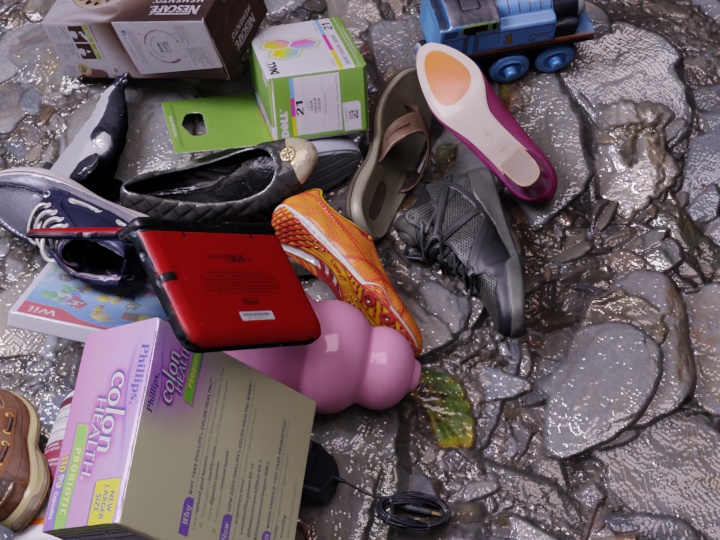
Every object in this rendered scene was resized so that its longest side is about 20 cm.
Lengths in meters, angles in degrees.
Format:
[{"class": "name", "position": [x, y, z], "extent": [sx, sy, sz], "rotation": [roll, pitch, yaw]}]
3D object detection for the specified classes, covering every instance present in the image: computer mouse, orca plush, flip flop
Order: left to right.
[{"class": "orca plush", "position": [-0.272, -0.103, 1.578], "extent": [0.105, 0.071, 0.201], "rotation": [-23, 38, 35]}, {"class": "computer mouse", "position": [-0.014, 0.203, 1.421], "extent": [0.199, 0.034, 0.059], "rotation": [20, 42, 3]}, {"class": "flip flop", "position": [0.041, -0.119, 1.573], "extent": [0.057, 0.081, 0.201], "rotation": [-7, 51, 42]}]

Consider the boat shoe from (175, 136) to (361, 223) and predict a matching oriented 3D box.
[{"class": "boat shoe", "position": [-0.099, -0.106, 1.571], "extent": [0.199, 0.072, 0.062], "rotation": [-16, 58, -11]}]

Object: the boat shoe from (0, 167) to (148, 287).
[{"class": "boat shoe", "position": [-0.284, -0.042, 1.448], "extent": [0.199, 0.075, 0.093], "rotation": [16, 17, 11]}]

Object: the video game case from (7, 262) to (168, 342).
[{"class": "video game case", "position": [-0.232, 0.018, 1.455], "extent": [0.142, 0.018, 0.200], "rotation": [12, 25, 3]}]

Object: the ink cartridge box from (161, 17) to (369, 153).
[{"class": "ink cartridge box", "position": [-0.103, -0.190, 1.581], "extent": [0.199, 0.076, 0.148], "rotation": [-8, 30, -9]}]

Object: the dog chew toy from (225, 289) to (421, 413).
[{"class": "dog chew toy", "position": [-0.042, 0.079, 1.441], "extent": [0.199, 0.125, 0.125], "rotation": [13, 59, -5]}]

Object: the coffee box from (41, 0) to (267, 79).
[{"class": "coffee box", "position": [-0.213, -0.264, 1.604], "extent": [0.199, 0.080, 0.113], "rotation": [4, 49, 25]}]

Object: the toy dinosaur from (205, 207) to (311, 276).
[{"class": "toy dinosaur", "position": [-0.110, -0.020, 1.520], "extent": [0.199, 0.048, 0.088], "rotation": [-4, 50, -32]}]

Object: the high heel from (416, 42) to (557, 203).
[{"class": "high heel", "position": [0.132, -0.152, 1.594], "extent": [0.067, 0.096, 0.200], "rotation": [-45, 71, 6]}]

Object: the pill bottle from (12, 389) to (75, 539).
[{"class": "pill bottle", "position": [-0.227, 0.174, 1.371], "extent": [0.114, 0.114, 0.201], "rotation": [13, 59, 4]}]

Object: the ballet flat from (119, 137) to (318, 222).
[{"class": "ballet flat", "position": [-0.136, -0.085, 1.496], "extent": [0.199, 0.057, 0.067], "rotation": [-19, 62, -3]}]

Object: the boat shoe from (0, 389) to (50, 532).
[{"class": "boat shoe", "position": [-0.325, 0.152, 1.353], "extent": [0.072, 0.067, 0.200], "rotation": [-53, 29, 7]}]

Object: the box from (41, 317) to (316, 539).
[{"class": "box", "position": [-0.147, 0.164, 1.302], "extent": [0.096, 0.200, 0.177], "rotation": [-13, 58, 38]}]

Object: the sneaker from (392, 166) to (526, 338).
[{"class": "sneaker", "position": [0.098, -0.011, 1.525], "extent": [0.114, 0.076, 0.200], "rotation": [-12, 58, -8]}]

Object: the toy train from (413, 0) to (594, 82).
[{"class": "toy train", "position": [0.156, -0.262, 1.652], "extent": [0.199, 0.114, 0.087], "rotation": [-11, 61, -9]}]

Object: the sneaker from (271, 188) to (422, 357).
[{"class": "sneaker", "position": [0.000, 0.000, 1.498], "extent": [0.200, 0.073, 0.077], "rotation": [52, 49, 2]}]

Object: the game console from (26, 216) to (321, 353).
[{"class": "game console", "position": [-0.155, 0.014, 1.314], "extent": [0.119, 0.200, 0.173], "rotation": [-34, 74, 26]}]
